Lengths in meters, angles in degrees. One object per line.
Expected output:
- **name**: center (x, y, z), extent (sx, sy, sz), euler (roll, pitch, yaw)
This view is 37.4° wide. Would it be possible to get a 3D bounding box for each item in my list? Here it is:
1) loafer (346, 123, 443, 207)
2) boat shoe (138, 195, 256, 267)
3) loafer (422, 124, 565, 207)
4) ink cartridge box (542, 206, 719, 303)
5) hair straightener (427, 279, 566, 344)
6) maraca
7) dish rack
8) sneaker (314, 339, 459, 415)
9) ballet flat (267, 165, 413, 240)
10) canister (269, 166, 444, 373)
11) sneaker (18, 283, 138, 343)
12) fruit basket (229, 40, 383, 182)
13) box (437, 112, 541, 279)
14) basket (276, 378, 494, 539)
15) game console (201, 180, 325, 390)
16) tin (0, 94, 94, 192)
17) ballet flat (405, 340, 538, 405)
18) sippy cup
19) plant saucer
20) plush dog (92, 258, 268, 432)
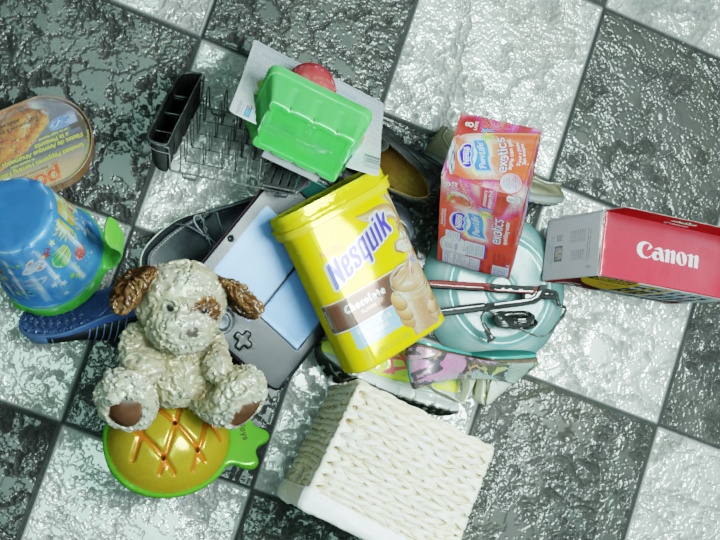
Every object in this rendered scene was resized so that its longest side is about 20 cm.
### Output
- **loafer**: center (0.020, -0.142, 1.320), extent (0.197, 0.072, 0.074), euler (25, 104, 12)
- **boat shoe**: center (-0.180, -0.041, 1.304), extent (0.197, 0.062, 0.076), euler (-23, 92, -10)
- **loafer**: center (0.176, -0.134, 1.369), extent (0.197, 0.075, 0.071), euler (18, 88, -9)
- **ink cartridge box**: center (0.357, -0.015, 1.328), extent (0.196, 0.175, 0.086), euler (10, 83, -20)
- **hair straightener**: center (0.170, 0.054, 1.344), extent (0.196, 0.041, 0.079), euler (2, 86, -15)
- **maraca**: center (-0.207, 0.197, 1.264), extent (0.197, 0.107, 0.139), euler (-10, 66, -25)
- **dish rack**: center (-0.143, -0.160, 1.274), extent (0.196, 0.055, 0.155), euler (12, 45, 2)
- **sneaker**: center (0.037, 0.114, 1.335), extent (0.197, 0.078, 0.092), euler (19, 75, -15)
- **ballet flat**: center (-0.022, -0.090, 1.338), extent (0.197, 0.073, 0.074), euler (25, 82, -5)
- **canister**: center (0.000, 0.000, 1.253), extent (0.147, 0.086, 0.203), euler (-29, 100, -23)
- **sneaker**: center (-0.305, 0.060, 1.272), extent (0.196, 0.078, 0.071), euler (-12, 52, 10)
- **fruit basket**: center (-0.059, -0.189, 1.257), extent (0.183, 0.201, 0.095), euler (23, 116, -12)
- **box**: center (0.150, -0.085, 1.271), extent (0.098, 0.201, 0.097), euler (14, 64, 10)
- **basket**: center (0.025, 0.241, 1.260), extent (0.197, 0.198, 0.163), euler (26, 78, -7)
- **game console**: center (-0.100, 0.015, 1.280), extent (0.177, 0.031, 0.201), euler (42, 80, -14)
- **tin**: center (-0.414, -0.132, 1.270), extent (0.197, 0.042, 0.113), euler (-24, 77, -11)
- **ballet flat**: center (0.135, 0.128, 1.307), extent (0.197, 0.069, 0.073), euler (7, 87, -34)
- **sippy cup**: center (-0.370, -0.035, 1.211), extent (0.177, 0.131, 0.140), euler (-35, 67, -8)
- **plant saucer**: center (0.177, 0.025, 1.380), extent (0.196, 0.036, 0.204), euler (1, 87, -10)
- **plush dog**: center (-0.202, 0.070, 1.189), extent (0.197, 0.160, 0.175), euler (4, 112, -28)
